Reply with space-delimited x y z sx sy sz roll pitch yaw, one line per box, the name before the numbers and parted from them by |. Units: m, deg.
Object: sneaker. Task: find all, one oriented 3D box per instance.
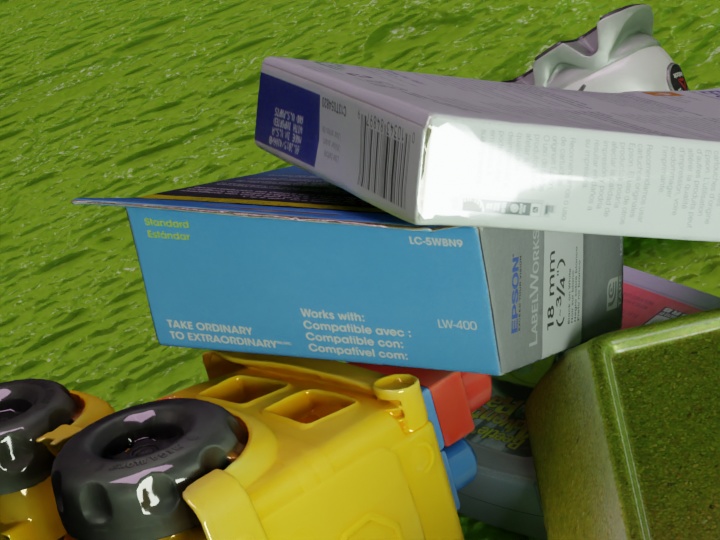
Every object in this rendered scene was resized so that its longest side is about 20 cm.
sneaker | 0.067 -0.034 1.265 0.200 0.089 0.074 -32 -8 34

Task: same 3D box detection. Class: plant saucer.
plant saucer | 0.161 0.069 0.995 0.199 0.048 0.200 -13 36 4

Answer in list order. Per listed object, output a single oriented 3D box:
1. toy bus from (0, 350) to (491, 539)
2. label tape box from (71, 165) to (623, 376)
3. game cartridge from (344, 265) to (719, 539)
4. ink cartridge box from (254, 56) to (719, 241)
toy bus | -0.047 0.086 1.070 0.192 0.136 0.200 -34 28 -34
label tape box | 0.000 0.000 1.054 0.144 0.064 0.200 5 8 24
game cartridge | 0.081 0.050 1.143 0.133 0.041 0.200 -39 32 -23
ink cartridge box | 0.082 -0.042 1.005 0.199 0.041 0.200 3 9 -18
